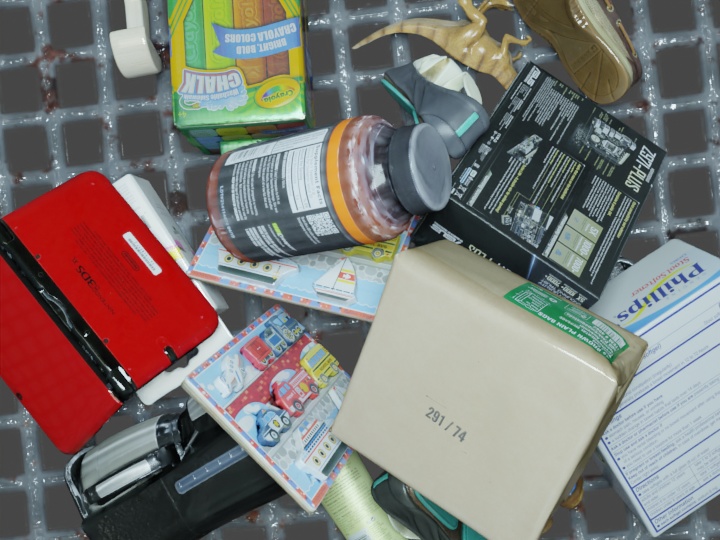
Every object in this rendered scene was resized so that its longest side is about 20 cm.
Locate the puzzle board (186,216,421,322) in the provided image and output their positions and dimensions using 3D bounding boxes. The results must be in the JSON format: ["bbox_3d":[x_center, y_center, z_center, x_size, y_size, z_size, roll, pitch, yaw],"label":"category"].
[{"bbox_3d":[-0.050,-0.038,0.812,0.199,0.017,0.151,12,60,20],"label":"puzzle board"}]

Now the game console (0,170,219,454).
[{"bbox_3d":[-0.265,0.039,0.811,0.172,0.119,0.200,-38,85,-30],"label":"game console"}]

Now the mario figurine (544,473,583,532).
[{"bbox_3d":[0.132,0.159,0.854,0.200,0.106,0.123,50,57,-9],"label":"mario figurine"}]

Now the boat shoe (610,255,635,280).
[{"bbox_3d":[0.178,0.034,0.843,0.199,0.068,0.072,-18,89,2],"label":"boat shoe"}]

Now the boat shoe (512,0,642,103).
[{"bbox_3d":[0.216,-0.264,0.851,0.072,0.072,0.200,-35,89,-36],"label":"boat shoe"}]

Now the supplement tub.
[{"bbox_3d":[-0.026,-0.069,0.721,0.199,0.107,0.107,-8,90,31],"label":"supplement tub"}]

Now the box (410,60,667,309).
[{"bbox_3d":[0.167,-0.070,0.791,0.163,0.086,0.200,33,58,1],"label":"box"}]

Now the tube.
[{"bbox_3d":[-0.020,0.211,0.862,0.058,0.052,0.200,-30,83,-39],"label":"tube"}]

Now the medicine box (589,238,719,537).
[{"bbox_3d":[0.285,0.107,0.795,0.182,0.103,0.200,-34,109,1],"label":"medicine box"}]

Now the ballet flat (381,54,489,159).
[{"bbox_3d":[0.073,-0.159,0.789,0.073,0.200,0.073,-4,117,-9],"label":"ballet flat"}]

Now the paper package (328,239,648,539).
[{"bbox_3d":[0.099,0.098,0.703,0.200,0.103,0.191,30,117,22],"label":"paper package"}]

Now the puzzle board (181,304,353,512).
[{"bbox_3d":[-0.061,0.114,0.783,0.151,0.200,0.017,44,114,1],"label":"puzzle board"}]

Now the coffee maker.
[{"bbox_3d":[-0.146,0.208,0.819,0.200,0.135,0.192,-30,106,11],"label":"coffee maker"}]

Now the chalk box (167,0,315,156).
[{"bbox_3d":[-0.109,-0.181,0.818,0.124,0.124,0.201,-5,86,2],"label":"chalk box"}]

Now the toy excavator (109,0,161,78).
[{"bbox_3d":[-0.236,-0.321,0.845,0.099,0.200,0.195,-11,45,2],"label":"toy excavator"}]

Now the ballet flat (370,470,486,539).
[{"bbox_3d":[0.081,0.255,0.839,0.068,0.068,0.200,-26,116,31],"label":"ballet flat"}]

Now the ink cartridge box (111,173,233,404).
[{"bbox_3d":[-0.215,0.020,0.854,0.116,0.067,0.200,-33,88,1],"label":"ink cartridge box"}]

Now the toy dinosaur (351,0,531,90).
[{"bbox_3d":[0.102,-0.234,0.851,0.199,0.060,0.107,26,92,2],"label":"toy dinosaur"}]
